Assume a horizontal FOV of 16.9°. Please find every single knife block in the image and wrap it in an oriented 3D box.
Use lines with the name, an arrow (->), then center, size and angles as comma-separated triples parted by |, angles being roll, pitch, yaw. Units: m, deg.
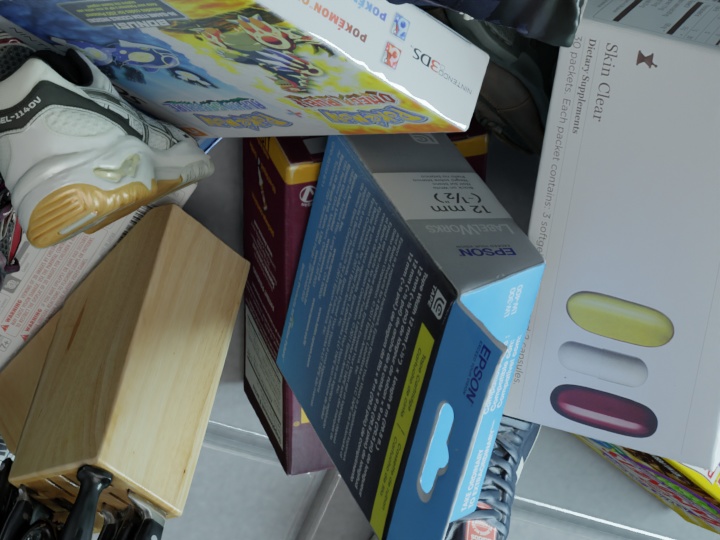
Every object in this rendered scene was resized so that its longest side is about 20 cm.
knife block -> -0.118, 0.087, 1.221 | 0.200, 0.176, 0.064 | -47, 127, 6

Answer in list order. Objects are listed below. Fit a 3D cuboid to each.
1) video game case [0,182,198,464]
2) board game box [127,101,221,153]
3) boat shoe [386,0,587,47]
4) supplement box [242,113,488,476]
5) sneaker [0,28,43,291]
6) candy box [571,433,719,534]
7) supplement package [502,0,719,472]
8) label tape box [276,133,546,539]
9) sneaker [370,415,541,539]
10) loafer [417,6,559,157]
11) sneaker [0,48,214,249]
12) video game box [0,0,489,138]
video game case -> -0.212, -0.009, 1.267 | 0.181, 0.036, 0.200 | 27, 104, -26
board game box -> -0.067, -0.173, 1.233 | 0.200, 0.037, 0.151 | -43, 120, 6
boat shoe -> 0.057, -0.186, 1.082 | 0.092, 0.200, 0.075 | 10, 134, -6
supplement box -> 0.000, 0.000, 1.288 | 0.110, 0.086, 0.201 | -10, 125, -15
sneaker -> -0.191, -0.032, 1.201 | 0.080, 0.075, 0.201 | 13, 108, -20
candy box -> 0.172, 0.107, 1.377 | 0.200, 0.102, 0.026 | 37, 80, -39
supplement package -> 0.153, -0.032, 1.167 | 0.111, 0.156, 0.201 | 14, 112, 16
label tape box -> 0.032, 0.039, 1.145 | 0.066, 0.200, 0.144 | -1, 122, -26
sneaker -> 0.064, 0.134, 1.388 | 0.075, 0.085, 0.201 | 15, 109, -22
loafer -> 0.067, -0.109, 1.195 | 0.063, 0.072, 0.200 | 0, 157, 27
sneaker -> -0.126, -0.067, 1.154 | 0.075, 0.200, 0.088 | -27, 90, 6
video game box -> -0.073, -0.115, 1.111 | 0.182, 0.200, 0.047 | 26, 74, -40
